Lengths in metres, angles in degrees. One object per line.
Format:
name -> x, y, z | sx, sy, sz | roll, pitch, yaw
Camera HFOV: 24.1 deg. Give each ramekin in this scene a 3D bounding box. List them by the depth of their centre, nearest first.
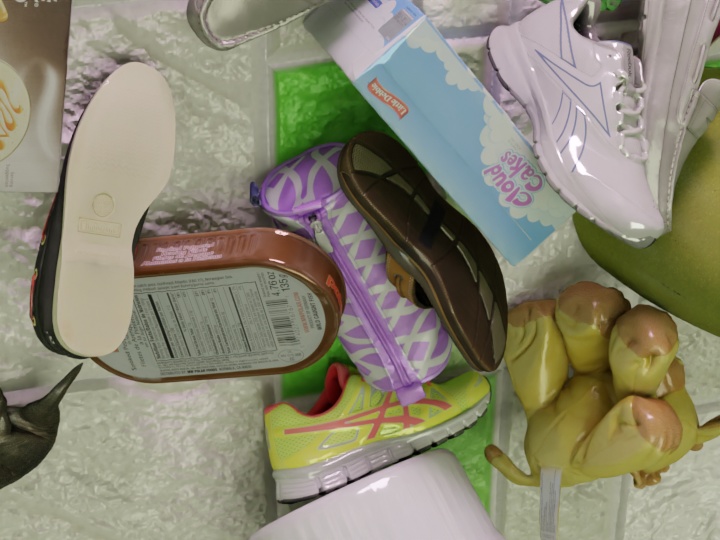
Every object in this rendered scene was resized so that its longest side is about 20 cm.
ramekin -> 0.009, 0.215, 1.302 | 0.200, 0.201, 0.098 | -24, 80, -5

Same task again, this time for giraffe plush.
giraffe plush -> 0.213, 0.111, 1.349 | 0.162, 0.172, 0.201 | 1, 107, -45

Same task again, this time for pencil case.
pencil case -> 0.000, 0.000, 1.235 | 0.084, 0.086, 0.200 | -27, 125, 7

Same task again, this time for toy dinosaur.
toy dinosaur -> -0.272, 0.128, 1.231 | 0.200, 0.077, 0.102 | -44, 135, 2

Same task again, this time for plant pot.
plant pot -> 0.281, -0.024, 1.254 | 0.186, 0.200, 0.188 | -9, 122, -15

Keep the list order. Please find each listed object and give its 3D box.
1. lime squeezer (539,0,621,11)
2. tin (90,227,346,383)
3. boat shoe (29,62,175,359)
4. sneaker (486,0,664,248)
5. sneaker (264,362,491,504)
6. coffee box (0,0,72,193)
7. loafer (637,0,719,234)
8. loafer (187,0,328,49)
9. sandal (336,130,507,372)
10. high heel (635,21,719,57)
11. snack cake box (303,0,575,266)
lime squeezer -> 0.169, -0.219, 1.208 | 0.199, 0.038, 0.071 | -21, 92, -7
tin -> -0.110, 0.027, 1.193 | 0.199, 0.042, 0.112 | -6, 125, 13
boat shoe -> -0.176, -0.041, 1.130 | 0.073, 0.063, 0.203 | 16, 79, -30
sneaker -> 0.157, -0.106, 1.141 | 0.087, 0.201, 0.074 | -36, 153, 24
sneaker -> 0.013, 0.107, 1.310 | 0.199, 0.078, 0.091 | -20, 85, -28
coffee box -> -0.243, -0.155, 1.060 | 0.114, 0.080, 0.201 | 0, 119, -20
loafer -> 0.224, -0.122, 1.178 | 0.069, 0.070, 0.201 | 6, 98, 5
loafer -> -0.027, -0.212, 1.103 | 0.200, 0.070, 0.070 | -39, 124, 5
sandal -> 0.040, -0.011, 1.190 | 0.054, 0.082, 0.200 | -18, 124, 41
high heel -> 0.220, -0.181, 1.239 | 0.199, 0.067, 0.097 | -23, 101, -5
snack cake box -> 0.057, -0.108, 1.175 | 0.067, 0.115, 0.200 | -42, 124, 4
